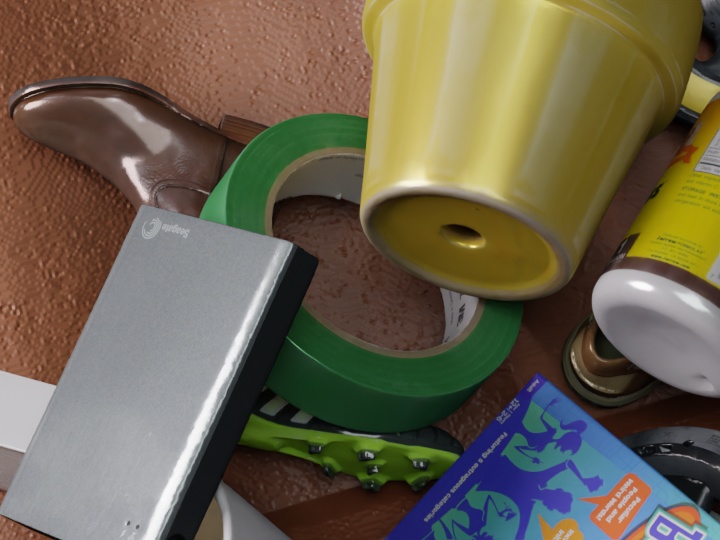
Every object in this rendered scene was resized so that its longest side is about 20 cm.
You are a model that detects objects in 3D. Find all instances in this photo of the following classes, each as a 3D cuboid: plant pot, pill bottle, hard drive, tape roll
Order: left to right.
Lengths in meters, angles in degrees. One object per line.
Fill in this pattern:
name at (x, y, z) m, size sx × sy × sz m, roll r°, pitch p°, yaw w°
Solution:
hard drive at (-0.114, 0.067, 1.596) m, size 0.140 × 0.033 × 0.200 m, roll 14°, pitch 76°, yaw 47°
tape roll at (0.000, 0.000, 1.699) m, size 0.200 × 0.048 × 0.200 m, roll 16°, pitch 52°, yaw -21°
plant pot at (0.085, -0.094, 1.669) m, size 0.201 × 0.201 × 0.189 m, roll 17°, pitch 65°, yaw 4°
pill bottle at (0.226, -0.032, 1.656) m, size 0.109 × 0.109 × 0.200 m, roll 31°, pitch 67°, yaw 8°

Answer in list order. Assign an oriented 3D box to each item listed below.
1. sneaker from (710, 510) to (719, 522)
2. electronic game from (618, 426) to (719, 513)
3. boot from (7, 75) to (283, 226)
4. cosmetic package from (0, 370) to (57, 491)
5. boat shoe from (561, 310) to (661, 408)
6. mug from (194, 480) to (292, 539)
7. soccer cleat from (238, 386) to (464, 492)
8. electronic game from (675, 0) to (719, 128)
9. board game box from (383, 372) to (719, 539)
sneaker at (0.219, 0.238, 1.669) m, size 0.078 × 0.079 × 0.200 m, roll -27°, pitch 47°, yaw 22°
electronic game at (0.173, 0.183, 1.659) m, size 0.200 × 0.042 × 0.200 m, roll -16°, pitch 55°, yaw 23°
boot at (-0.140, -0.015, 1.715) m, size 0.186 × 0.064 × 0.200 m, roll 10°, pitch 57°, yaw 0°
cosmetic package at (-0.183, 0.104, 1.693) m, size 0.200 × 0.083 × 0.051 m, roll 16°, pitch 64°, yaw 3°
boat shoe at (0.208, 0.005, 1.736) m, size 0.076 × 0.074 × 0.200 m, roll 42°, pitch 77°, yaw 11°
mug at (-0.094, 0.209, 1.632) m, size 0.187 × 0.153 × 0.149 m, roll -19°, pitch 53°, yaw 36°
soccer cleat at (-0.031, 0.080, 1.716) m, size 0.200 × 0.068 × 0.081 m, roll 12°, pitch 64°, yaw 4°
electronic game at (0.250, -0.177, 1.804) m, size 0.200 × 0.042 × 0.200 m, roll 0°, pitch 72°, yaw 0°
board game box at (0.121, 0.173, 1.639) m, size 0.152 × 0.045 × 0.200 m, roll -48°, pitch 50°, yaw -3°
